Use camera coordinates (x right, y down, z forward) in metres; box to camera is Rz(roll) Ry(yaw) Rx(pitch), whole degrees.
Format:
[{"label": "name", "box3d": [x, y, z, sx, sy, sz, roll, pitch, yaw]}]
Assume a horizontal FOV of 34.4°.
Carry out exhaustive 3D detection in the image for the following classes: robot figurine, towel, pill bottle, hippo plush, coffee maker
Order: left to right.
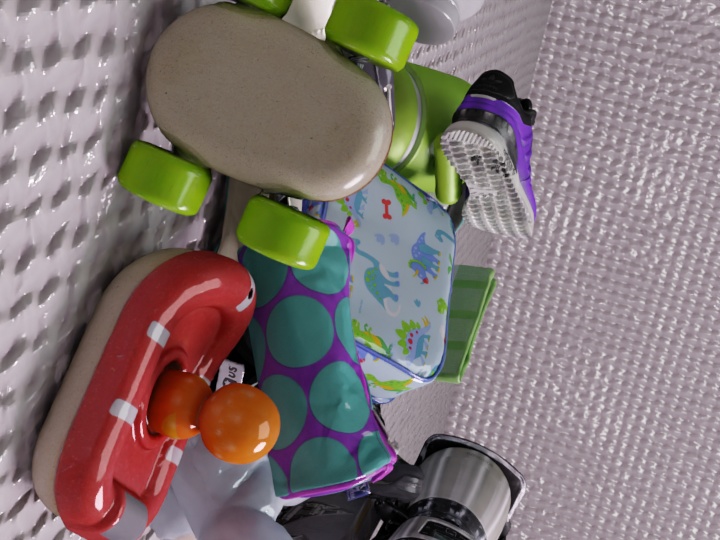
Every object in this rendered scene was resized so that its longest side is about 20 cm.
[{"label": "hippo plush", "box3d": [-0.075, 0.185, 0.879, 0.200, 0.159, 0.161, 98, -28, -47]}, {"label": "towel", "box3d": [0.037, 0.054, 1.263, 0.149, 0.200, 0.031, -67, 149, -30]}, {"label": "robot figurine", "box3d": [0.043, -0.138, 1.109, 0.200, 0.175, 0.116, 6, 116, -46]}, {"label": "coffee maker", "box3d": [0.066, 0.276, 1.042, 0.200, 0.134, 0.193, -48, 139, -64]}, {"label": "pill bottle", "box3d": [0.091, -0.338, 1.201, 0.113, 0.112, 0.200, 77, 30, -67]}]

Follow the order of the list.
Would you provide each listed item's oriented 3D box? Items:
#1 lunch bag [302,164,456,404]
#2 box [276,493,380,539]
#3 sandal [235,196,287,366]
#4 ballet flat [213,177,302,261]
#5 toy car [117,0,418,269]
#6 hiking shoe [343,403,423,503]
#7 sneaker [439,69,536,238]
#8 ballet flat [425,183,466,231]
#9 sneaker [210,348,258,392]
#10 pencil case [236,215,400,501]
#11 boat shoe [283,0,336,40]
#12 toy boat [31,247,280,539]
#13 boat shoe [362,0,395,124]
[{"label": "lunch bag", "box3d": [0.000, 0.000, 1.009, 0.082, 0.161, 0.200, -30, -140, 42]}, {"label": "box", "box3d": [-0.066, 0.227, 1.098, 0.200, 0.158, 0.048, -45, 135, -66]}, {"label": "sandal", "box3d": [-0.073, 0.004, 1.035, 0.048, 0.075, 0.201, -30, -153, 43]}, {"label": "ballet flat", "box3d": [-0.083, -0.024, 0.921, 0.069, 0.069, 0.201, -45, 149, -67]}, {"label": "toy car", "box3d": [-0.050, -0.104, 0.785, 0.200, 0.157, 0.165, -31, 146, -85]}, {"label": "hiking shoe", "box3d": [-0.013, 0.135, 1.019, 0.076, 0.200, 0.101, 20, 89, -41]}, {"label": "sneaker", "box3d": [0.130, -0.106, 1.047, 0.200, 0.069, 0.100, 63, 43, -60]}, {"label": "ballet flat", "box3d": [0.062, -0.045, 1.182, 0.068, 0.068, 0.200, 61, 42, -42]}, {"label": "sneaker", "box3d": [-0.117, 0.129, 1.024, 0.083, 0.072, 0.200, 37, 67, -47]}, {"label": "pencil case", "box3d": [-0.032, 0.063, 0.840, 0.085, 0.092, 0.201, 76, 2, -74]}, {"label": "boat shoe", "box3d": [-0.038, -0.218, 0.883, 0.200, 0.074, 0.066, 83, -6, -45]}, {"label": "toy boat", "box3d": [-0.113, 0.086, 0.753, 0.131, 0.130, 0.200, 68, 40, -65]}, {"label": "boat shoe", "box3d": [-0.002, -0.198, 0.968, 0.063, 0.073, 0.201, -13, 113, -31]}]
